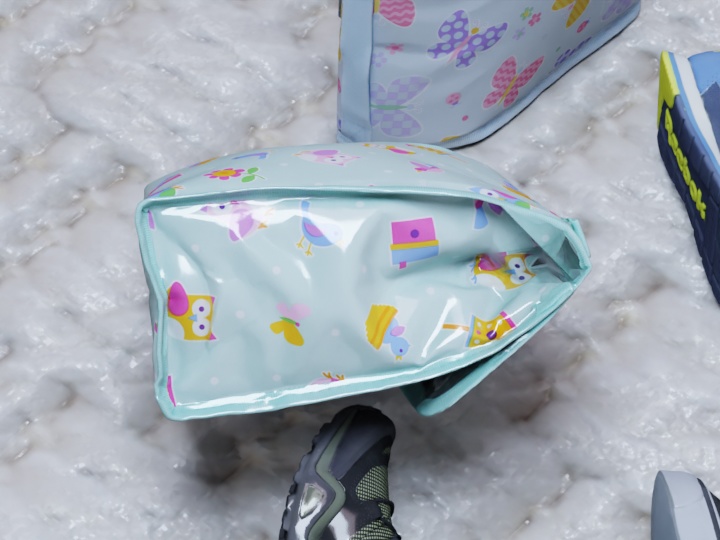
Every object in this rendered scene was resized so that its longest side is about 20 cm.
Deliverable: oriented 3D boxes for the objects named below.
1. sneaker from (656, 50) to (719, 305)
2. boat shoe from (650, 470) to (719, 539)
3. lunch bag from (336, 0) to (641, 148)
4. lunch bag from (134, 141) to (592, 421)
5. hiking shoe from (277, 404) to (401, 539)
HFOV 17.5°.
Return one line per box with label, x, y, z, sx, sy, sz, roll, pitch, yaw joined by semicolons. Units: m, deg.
sneaker;0.209;-0.041;1.195;0.082;0.074;0.201;-7;52;-7
boat shoe;0.173;0.145;1.011;0.068;0.074;0.199;-2;18;-7
lunch bag;0.057;-0.173;1.242;0.127;0.170;0.200;34;60;25
lunch bag;0.000;0.000;1.092;0.199;0.123;0.170;-7;7;-4
hiking shoe;0.007;0.156;1.046;0.100;0.076;0.201;11;60;-1
